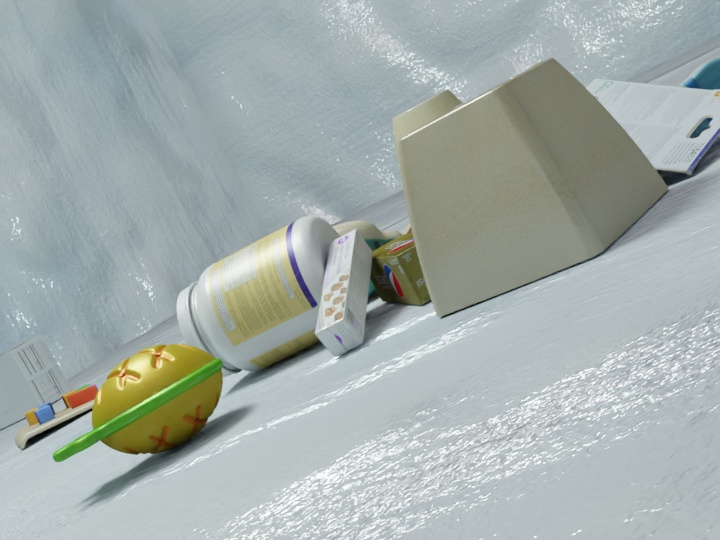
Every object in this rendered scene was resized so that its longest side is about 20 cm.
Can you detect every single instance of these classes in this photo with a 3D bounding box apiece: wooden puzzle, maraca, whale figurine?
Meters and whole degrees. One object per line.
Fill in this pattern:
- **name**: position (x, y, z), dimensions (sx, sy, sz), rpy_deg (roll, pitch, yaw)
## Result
- **wooden puzzle**: position (-0.549, 0.254, 2.218), dimensions (0.200, 0.046, 0.185), rpy_deg (-30, 6, -19)
- **maraca**: position (-0.232, 0.146, 1.267), dimensions (0.200, 0.107, 0.137), rpy_deg (-30, -3, -16)
- **whale figurine**: position (0.000, 0.000, 1.670), dimensions (0.159, 0.104, 0.200), rpy_deg (-25, -18, 27)

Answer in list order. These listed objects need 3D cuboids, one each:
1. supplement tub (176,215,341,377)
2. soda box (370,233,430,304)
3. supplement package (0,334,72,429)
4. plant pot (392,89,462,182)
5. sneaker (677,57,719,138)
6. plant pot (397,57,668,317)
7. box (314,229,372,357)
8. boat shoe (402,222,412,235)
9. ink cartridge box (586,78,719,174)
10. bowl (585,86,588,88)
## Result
- **supplement tub**: position (-0.109, 0.036, 1.478), dimensions (0.200, 0.146, 0.145), rpy_deg (-26, 6, 19)
- **soda box**: position (0.060, -0.004, 1.428), dimensions (0.068, 0.064, 0.200), rpy_deg (-29, 5, -11)
- **supplement package**: position (-0.815, 0.269, 2.861), dimensions (0.200, 0.156, 0.111), rpy_deg (-25, 5, 33)
- **plant pot**: position (0.132, -0.154, 1.761), dimensions (0.187, 0.200, 0.187), rpy_deg (-28, 5, 2)
- **sneaker**: position (0.398, -0.202, 1.513), dimensions (0.200, 0.080, 0.131), rpy_deg (-29, 6, -12)
- **plant pot**: position (0.155, -0.095, 1.204), dimensions (0.200, 0.177, 0.200), rpy_deg (-23, 7, 39)
- **box**: position (-0.017, 0.022, 1.363), dimensions (0.039, 0.041, 0.200), rpy_deg (-28, 26, 19)
- **boat shoe**: position (0.144, -0.068, 1.601), dimensions (0.200, 0.072, 0.072), rpy_deg (-24, 2, -26)
- **ink cartridge box**: position (0.312, -0.151, 1.349), dimensions (0.199, 0.041, 0.200), rpy_deg (11, 39, 36)
- **bowl**: position (0.323, -0.200, 1.716), dimensions (0.200, 0.108, 0.200), rpy_deg (-28, 5, 2)
